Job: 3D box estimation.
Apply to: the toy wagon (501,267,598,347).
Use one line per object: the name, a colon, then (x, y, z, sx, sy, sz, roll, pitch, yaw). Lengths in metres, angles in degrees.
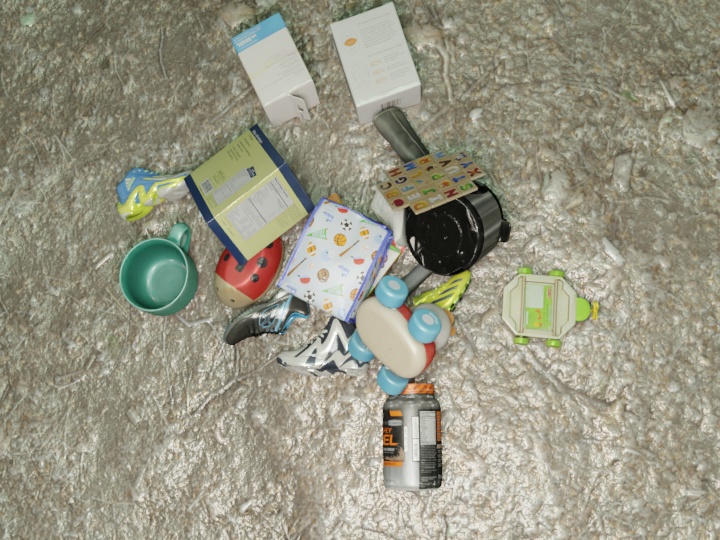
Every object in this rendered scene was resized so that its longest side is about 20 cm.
toy wagon: (0.393, 0.079, 1.621, 0.194, 0.040, 0.160, 5, 80, 5)

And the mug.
mug: (-0.411, 0.010, 1.666, 0.183, 0.115, 0.154, -32, 78, -2)

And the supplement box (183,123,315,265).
supplement box: (-0.233, -0.161, 1.627, 0.198, 0.135, 0.201, -36, 42, -2)

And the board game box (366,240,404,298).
board game box: (0.000, 0.000, 1.612, 0.095, 0.030, 0.201, 36, 81, 9)

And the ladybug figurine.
ladybug figurine: (-0.242, -0.015, 1.677, 0.134, 0.072, 0.203, 30, 83, 10)

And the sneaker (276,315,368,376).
sneaker: (-0.075, 0.148, 1.635, 0.194, 0.080, 0.133, -3, 65, 19)

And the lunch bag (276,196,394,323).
lunch bag: (-0.044, -0.022, 1.545, 0.167, 0.124, 0.204, 24, 91, 8)

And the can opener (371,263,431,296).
can opener: (0.077, 0.031, 1.651, 0.200, 0.053, 0.067, -43, 80, -4)

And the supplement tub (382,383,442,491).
supplement tub: (0.103, 0.331, 1.559, 0.119, 0.123, 0.206, -1, 79, 5)

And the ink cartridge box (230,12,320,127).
ink cartridge box: (-0.180, -0.427, 1.717, 0.123, 0.129, 0.203, -26, 78, 0)

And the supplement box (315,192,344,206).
supplement box: (-0.021, -0.064, 1.670, 0.066, 0.069, 0.202, -34, 77, -1)

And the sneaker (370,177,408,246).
sneaker: (0.066, -0.119, 1.646, 0.078, 0.071, 0.203, -16, 44, 11)

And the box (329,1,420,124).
box: (0.035, -0.454, 1.714, 0.149, 0.106, 0.205, -18, 79, 2)

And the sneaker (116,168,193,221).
sneaker: (-0.460, -0.196, 1.728, 0.197, 0.076, 0.107, -26, 78, 1)

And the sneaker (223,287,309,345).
sneaker: (-0.199, 0.108, 1.651, 0.198, 0.073, 0.083, -33, 79, -1)

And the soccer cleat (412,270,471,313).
soccer cleat: (0.154, 0.067, 1.632, 0.083, 0.065, 0.201, 41, 86, 13)

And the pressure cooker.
pressure cooker: (0.197, -0.095, 1.594, 0.178, 0.199, 0.178, -36, 86, 32)

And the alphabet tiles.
alphabet tiles: (0.136, -0.177, 1.526, 0.196, 0.006, 0.167, -22, 40, -7)

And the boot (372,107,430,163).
boot: (0.093, -0.251, 1.653, 0.072, 0.181, 0.203, -34, 85, 30)

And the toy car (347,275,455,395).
toy car: (0.105, 0.107, 1.535, 0.177, 0.198, 0.186, 44, 129, 22)
